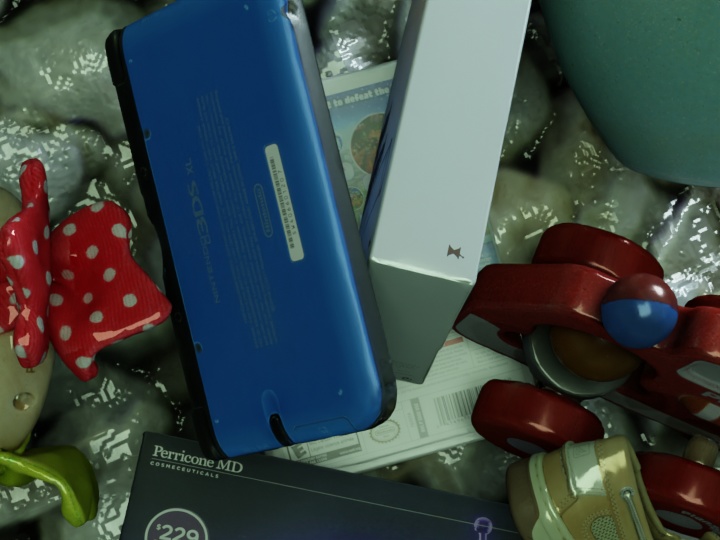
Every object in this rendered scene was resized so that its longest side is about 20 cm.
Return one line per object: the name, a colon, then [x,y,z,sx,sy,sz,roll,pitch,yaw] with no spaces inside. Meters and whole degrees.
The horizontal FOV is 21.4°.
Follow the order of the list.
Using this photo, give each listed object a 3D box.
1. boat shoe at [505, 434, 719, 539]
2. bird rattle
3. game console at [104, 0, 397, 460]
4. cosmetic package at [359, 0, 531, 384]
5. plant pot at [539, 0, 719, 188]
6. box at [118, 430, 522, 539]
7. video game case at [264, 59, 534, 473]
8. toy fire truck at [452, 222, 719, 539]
boat shoe: [0.146,0.155,0.914,0.076,0.072,0.200,-26,127,15]
bird rattle: [-0.176,0.029,0.882,0.113,0.163,0.200,-11,129,-31]
game console: [-0.033,-0.024,0.870,0.118,0.171,0.200,-12,87,-45]
cosmetic package: [0.036,-0.065,0.885,0.052,0.151,0.200,14,69,-4]
plant pot: [0.176,-0.116,0.926,0.200,0.200,0.135,2,107,-4]
box: [-0.023,0.172,0.918,0.200,0.079,0.141,11,60,-3]
video game case: [0.000,0.000,0.982,0.143,0.018,0.200,-15,88,-4]
toy fire truck: [0.147,0.044,0.903,0.200,0.168,0.112,25,73,-5]
